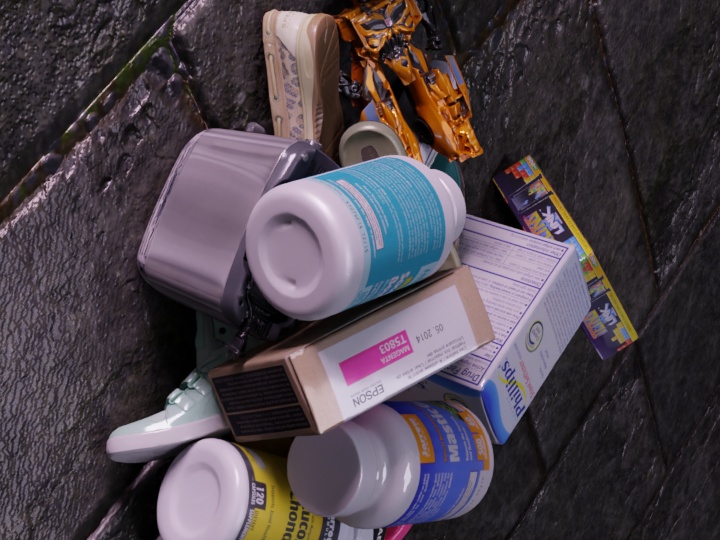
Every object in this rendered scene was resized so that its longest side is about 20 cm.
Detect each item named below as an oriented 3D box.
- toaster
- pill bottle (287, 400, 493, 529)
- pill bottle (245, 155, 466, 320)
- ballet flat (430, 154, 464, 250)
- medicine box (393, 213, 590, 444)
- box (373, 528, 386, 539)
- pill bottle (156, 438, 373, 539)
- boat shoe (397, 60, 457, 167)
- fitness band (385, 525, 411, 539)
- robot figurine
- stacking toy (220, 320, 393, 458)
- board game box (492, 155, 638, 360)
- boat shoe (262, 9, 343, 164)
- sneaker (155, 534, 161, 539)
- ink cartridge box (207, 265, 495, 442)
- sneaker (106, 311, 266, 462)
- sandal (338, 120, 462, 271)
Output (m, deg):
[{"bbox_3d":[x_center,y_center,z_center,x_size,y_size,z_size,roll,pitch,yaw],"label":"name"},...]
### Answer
[{"bbox_3d":[-0.106,-0.029,1.402,0.113,0.128,0.202,32,78,-55],"label":"toaster"},{"bbox_3d":[0.026,0.174,1.457,0.199,0.111,0.113,6,101,-55],"label":"pill bottle"},{"bbox_3d":[0.005,-0.033,1.344,0.199,0.110,0.112,-19,121,-49],"label":"pill bottle"},{"bbox_3d":[0.073,-0.026,1.668,0.068,0.067,0.202,89,6,-59],"label":"ballet flat"},{"bbox_3d":[0.114,0.053,1.706,0.201,0.181,0.103,-54,142,-24],"label":"medicine box"},{"bbox_3d":[-0.040,0.320,1.656,0.159,0.049,0.203,8,96,-59],"label":"box"},{"bbox_3d":[-0.081,0.226,1.473,0.199,0.111,0.113,23,87,-45],"label":"pill bottle"},{"bbox_3d":[0.047,-0.114,1.627,0.201,0.073,0.067,-55,149,-15],"label":"boat shoe"},{"bbox_3d":[0.014,0.247,1.787,0.145,0.037,0.200,-62,146,-15],"label":"fitness band"},{"bbox_3d":[0.038,-0.181,1.538,0.144,0.058,0.202,-33,109,-24],"label":"robot figurine"},{"bbox_3d":[-0.077,0.147,1.552,0.199,0.146,0.147,-34,133,-21],"label":"stacking toy"},{"bbox_3d":[0.237,-0.013,1.869,0.056,0.166,0.200,-31,141,6],"label":"board game box"},{"bbox_3d":[-0.056,-0.144,1.491,0.073,0.062,0.202,-48,146,-55],"label":"boat shoe"},{"bbox_3d":[-0.136,0.266,1.560,0.089,0.075,0.200,-64,156,-16],"label":"sneaker"},{"bbox_3d":[-0.009,0.074,1.402,0.199,0.164,0.076,-25,96,-29],"label":"ink cartridge box"},{"bbox_3d":[-0.153,0.096,1.468,0.199,0.074,0.119,-19,80,-24],"label":"sneaker"},{"bbox_3d":[0.032,-0.041,1.510,0.202,0.079,0.057,63,12,-17],"label":"sandal"}]
